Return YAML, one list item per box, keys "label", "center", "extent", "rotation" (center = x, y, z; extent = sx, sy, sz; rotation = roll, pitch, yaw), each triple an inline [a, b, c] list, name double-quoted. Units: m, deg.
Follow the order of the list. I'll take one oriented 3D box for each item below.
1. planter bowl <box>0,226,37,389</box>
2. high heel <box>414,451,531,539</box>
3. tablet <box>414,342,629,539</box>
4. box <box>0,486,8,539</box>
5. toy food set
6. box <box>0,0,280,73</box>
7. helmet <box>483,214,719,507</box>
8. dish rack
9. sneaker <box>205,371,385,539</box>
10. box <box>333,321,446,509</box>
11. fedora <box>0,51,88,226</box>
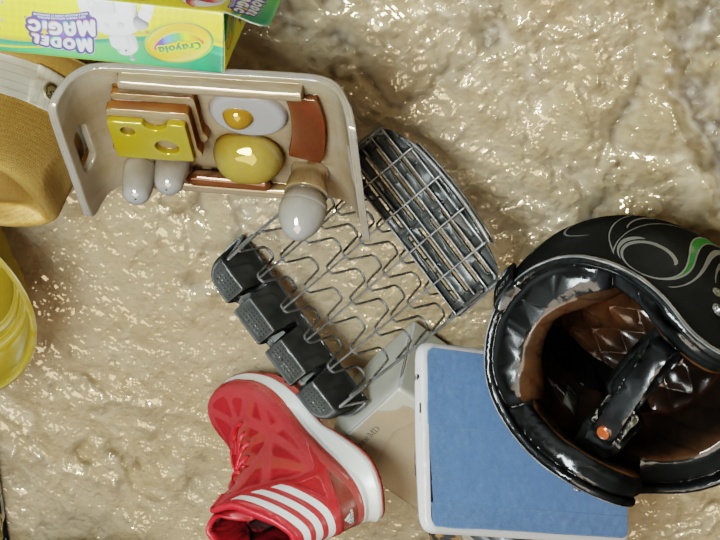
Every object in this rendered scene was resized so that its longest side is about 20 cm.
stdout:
- label: "planter bowl"
  center: [-0.317, -0.005, 1.553]
  extent: [0.199, 0.084, 0.201]
  rotation: [9, 135, 9]
- label: "high heel"
  center: [0.067, 0.203, 1.584]
  extent: [0.143, 0.071, 0.200]
  rotation: [51, 150, 7]
- label: "tablet"
  center: [0.116, 0.124, 1.508]
  extent: [0.199, 0.131, 0.014]
  rotation: [9, 164, -39]
- label: "box"
  center: [-0.390, 0.217, 1.763]
  extent: [0.199, 0.050, 0.199]
  rotation: [6, 126, 7]
- label: "toy food set"
  center: [-0.094, -0.068, 1.397]
  extent: [0.199, 0.061, 0.144]
  rotation: [4, 152, 7]
- label: "box"
  center: [-0.148, -0.177, 1.380]
  extent: [0.199, 0.117, 0.049]
  rotation: [5, 121, 7]
- label: "helmet"
  center: [0.189, 0.058, 1.451]
  extent: [0.199, 0.190, 0.201]
  rotation: [2, 94, 29]
- label: "dish rack"
  center: [0.000, 0.000, 1.498]
  extent: [0.200, 0.055, 0.154]
  rotation: [-39, 86, 25]
- label: "sneaker"
  center: [-0.082, 0.141, 1.552]
  extent: [0.200, 0.115, 0.079]
  rotation: [24, 129, 51]
- label: "box"
  center: [0.084, 0.138, 1.598]
  extent: [0.200, 0.078, 0.095]
  rotation: [34, 127, -15]
- label: "fedora"
  center: [-0.250, -0.084, 1.446]
  extent: [0.200, 0.082, 0.201]
  rotation: [3, 156, 1]
